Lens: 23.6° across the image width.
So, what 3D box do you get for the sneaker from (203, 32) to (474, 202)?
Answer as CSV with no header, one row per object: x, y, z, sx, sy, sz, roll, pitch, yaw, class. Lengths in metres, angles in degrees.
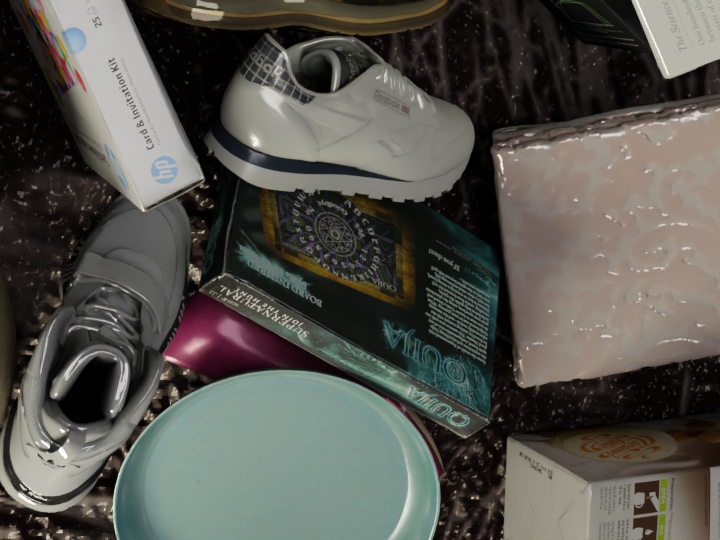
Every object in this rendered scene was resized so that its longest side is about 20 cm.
0.003,-0.092,1.002,0.199,0.076,0.081,-5,125,-47,sneaker

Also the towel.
0.186,-0.019,1.095,0.198,0.032,0.192,-9,123,2,towel

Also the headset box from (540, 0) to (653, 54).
0.143,-0.264,1.046,0.200,0.093,0.175,40,84,-24,headset box

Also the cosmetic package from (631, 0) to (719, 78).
0.222,-0.241,0.916,0.199,0.123,0.200,-18,112,23,cosmetic package

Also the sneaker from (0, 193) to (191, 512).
-0.135,0.031,0.949,0.075,0.115,0.201,25,66,-11,sneaker

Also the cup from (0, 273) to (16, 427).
-0.268,0.056,0.912,0.199,0.143,0.202,-5,103,-22,cup

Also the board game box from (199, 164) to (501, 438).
0.000,0.000,1.033,0.199,0.028,0.136,31,46,-25,board game box

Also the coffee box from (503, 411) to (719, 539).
0.209,0.151,1.153,0.198,0.114,0.080,-4,102,-22,coffee box

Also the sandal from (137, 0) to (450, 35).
-0.030,-0.161,0.960,0.199,0.080,0.055,-2,102,-33,sandal

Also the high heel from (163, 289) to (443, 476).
-0.034,0.078,1.068,0.096,0.067,0.200,-40,109,1,high heel

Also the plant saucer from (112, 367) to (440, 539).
-0.051,0.139,1.052,0.198,0.027,0.202,-2,119,-4,plant saucer

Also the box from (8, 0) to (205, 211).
-0.156,-0.141,0.910,0.041,0.156,0.201,-28,112,-12,box
